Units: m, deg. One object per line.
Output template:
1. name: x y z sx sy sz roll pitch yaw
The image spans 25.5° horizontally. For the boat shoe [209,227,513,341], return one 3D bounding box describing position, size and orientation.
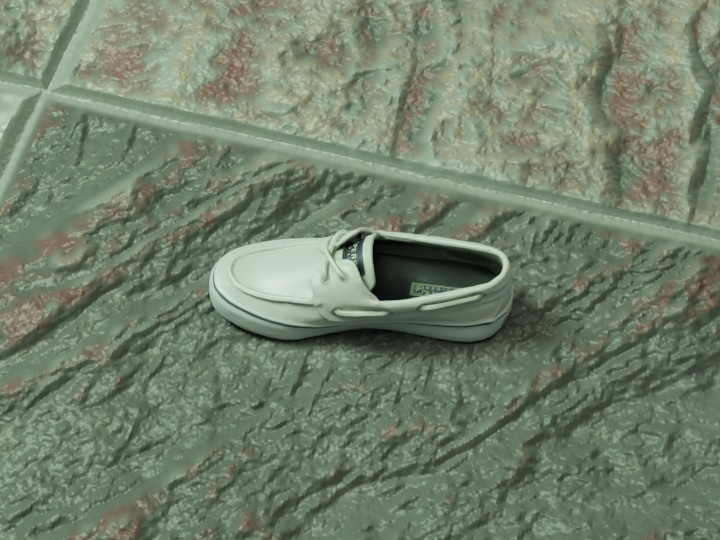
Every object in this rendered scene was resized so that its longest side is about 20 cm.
1. boat shoe: 0.000 0.000 1.022 0.197 0.066 0.074 0 57 0
